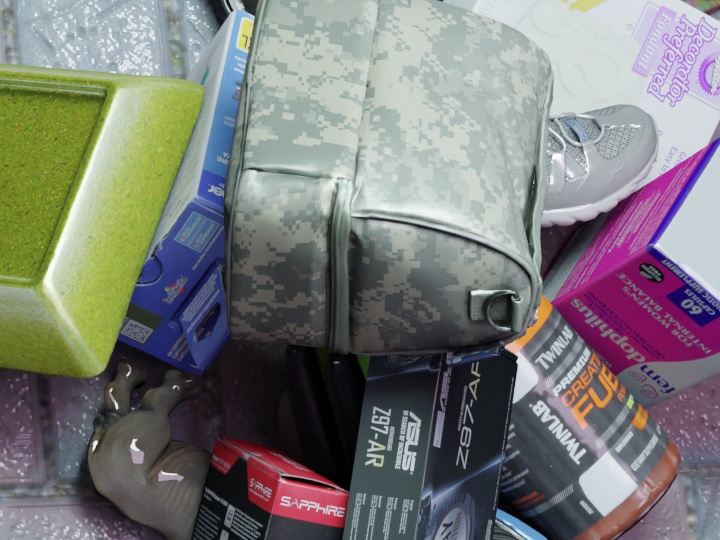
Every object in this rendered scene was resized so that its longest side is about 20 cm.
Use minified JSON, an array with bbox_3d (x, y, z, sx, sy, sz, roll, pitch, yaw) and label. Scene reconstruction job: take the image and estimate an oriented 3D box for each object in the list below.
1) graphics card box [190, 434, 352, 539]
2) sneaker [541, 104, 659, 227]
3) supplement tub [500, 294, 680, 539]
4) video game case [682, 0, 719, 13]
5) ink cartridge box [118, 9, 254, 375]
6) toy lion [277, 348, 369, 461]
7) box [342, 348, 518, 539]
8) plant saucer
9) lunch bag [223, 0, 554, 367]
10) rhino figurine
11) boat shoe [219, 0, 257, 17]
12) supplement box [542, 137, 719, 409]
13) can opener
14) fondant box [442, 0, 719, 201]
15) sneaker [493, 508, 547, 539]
[{"bbox_3d":[-0.068,0.204,1.510,0.051,0.125,0.200,14,91,-22],"label":"graphics card box"},{"bbox_3d":[0.101,-0.072,1.668,0.200,0.082,0.075,-18,38,-20],"label":"sneaker"},{"bbox_3d":[0.103,0.080,1.678,0.200,0.107,0.107,48,60,-7],"label":"supplement tub"},{"bbox_3d":[0.194,-0.236,1.882,0.200,0.017,0.143,-27,86,-30],"label":"video game case"},{"bbox_3d":[-0.088,-0.035,1.581,0.076,0.136,0.200,26,44,-15],"label":"ink cartridge box"},{"bbox_3d":[0.000,0.000,1.611,0.069,0.192,0.200,-5,76,-26],"label":"toy lion"},{"bbox_3d":[0.037,0.132,1.514,0.043,0.160,0.200,6,81,19],"label":"box"},{"bbox_3d":[-0.214,-0.045,1.537,0.200,0.048,0.200,6,62,24],"label":"plant saucer"},{"bbox_3d":[0.019,-0.051,1.432,0.168,0.139,0.200,4,46,5],"label":"lunch bag"},{"bbox_3d":[-0.084,0.143,1.600,0.200,0.060,0.087,40,56,-17],"label":"rhino figurine"},{"bbox_3d":[-0.043,-0.147,1.700,0.074,0.063,0.202,-27,81,6],"label":"boat shoe"},{"bbox_3d":[0.196,0.010,1.696,0.101,0.200,0.103,40,62,-8],"label":"supplement box"},{"bbox_3d":[-0.008,0.107,1.556,0.200,0.063,0.079,66,35,-45],"label":"can opener"},{"bbox_3d":[0.144,-0.132,1.756,0.200,0.058,0.144,25,92,-24],"label":"fondant box"},{"bbox_3d":[0.121,0.205,1.627,0.199,0.071,0.083,18,35,16],"label":"sneaker"}]
